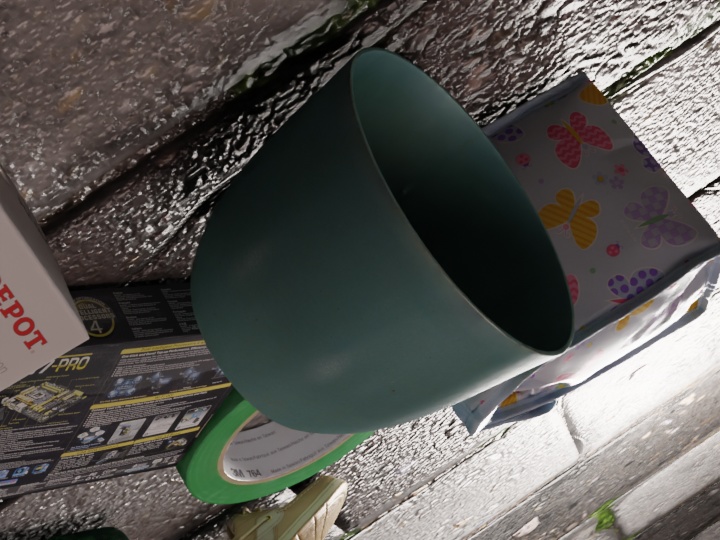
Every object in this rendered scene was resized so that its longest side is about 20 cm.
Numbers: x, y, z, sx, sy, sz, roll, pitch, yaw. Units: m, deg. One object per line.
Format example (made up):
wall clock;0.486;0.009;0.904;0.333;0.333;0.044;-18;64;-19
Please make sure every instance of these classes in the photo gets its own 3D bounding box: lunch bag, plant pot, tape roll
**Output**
lunch bag;0.110;-0.005;0.953;0.199;0.170;0.127;-30;156;-14
plant pot;0.000;0.000;0.825;0.161;0.201;0.200;-34;155;24
tape roll;-0.051;0.098;1.077;0.200;0.048;0.201;-26;152;-15

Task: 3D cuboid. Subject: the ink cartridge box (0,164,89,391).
ink cartridge box;-0.231;0.012;0.570;0.199;0.083;0.147;-31;141;-7

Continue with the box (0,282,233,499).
box;-0.172;0.079;0.912;0.199;0.049;0.161;-5;144;-43

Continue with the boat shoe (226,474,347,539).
boat shoe;-0.091;0.240;1.246;0.200;0.069;0.074;-42;154;-33

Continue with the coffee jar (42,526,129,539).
coffee jar;-0.261;0.251;1.056;0.200;0.086;0.104;0;140;-49
